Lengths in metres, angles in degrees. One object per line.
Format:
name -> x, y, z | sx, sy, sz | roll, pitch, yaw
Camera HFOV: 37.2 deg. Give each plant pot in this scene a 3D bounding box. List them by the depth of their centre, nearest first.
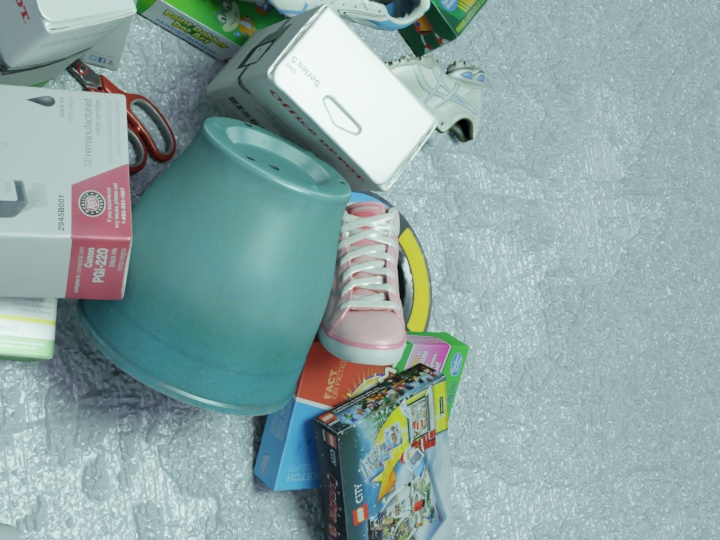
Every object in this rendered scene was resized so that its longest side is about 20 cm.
plant pot -> -0.105, -0.015, 0.884 | 0.199, 0.200, 0.189 | 14, 113, -38

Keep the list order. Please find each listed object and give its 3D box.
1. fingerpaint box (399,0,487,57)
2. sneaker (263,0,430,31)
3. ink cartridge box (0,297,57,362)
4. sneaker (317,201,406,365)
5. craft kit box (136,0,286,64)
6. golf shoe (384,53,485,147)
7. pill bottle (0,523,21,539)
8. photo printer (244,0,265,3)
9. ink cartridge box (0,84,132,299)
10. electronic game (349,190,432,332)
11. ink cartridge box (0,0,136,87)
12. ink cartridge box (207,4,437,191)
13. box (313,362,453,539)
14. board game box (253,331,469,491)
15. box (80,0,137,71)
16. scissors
fingerpaint box -> 0.090, -0.385, 1.276 | 0.167, 0.073, 0.200 | 51, 52, -19
sneaker -> -0.014, -0.272, 1.020 | 0.199, 0.072, 0.072 | -4, 89, -44
ink cartridge box -> -0.316, -0.032, 0.860 | 0.145, 0.048, 0.201 | 10, 75, -38
sneaker -> 0.000, 0.000, 0.948 | 0.075, 0.200, 0.105 | 3, 114, -7
craft kit box -> -0.143, -0.320, 1.082 | 0.197, 0.048, 0.201 | 24, 65, -31
golf shoe -> 0.071, -0.191, 1.216 | 0.199, 0.078, 0.098 | -3, 87, -40
pill bottle -> -0.343, 0.207, 0.734 | 0.199, 0.112, 0.113 | 17, 69, -37
photo printer -> -0.104, -0.345, 1.046 | 0.199, 0.069, 0.167 | -5, 85, -41
ink cartridge box -> -0.274, -0.061, 0.788 | 0.199, 0.085, 0.146 | 1, 56, -17
electronic game -> -0.002, 0.013, 1.092 | 0.199, 0.042, 0.201 | 10, 74, -39
ink cartridge box -> -0.277, -0.227, 0.837 | 0.084, 0.200, 0.146 | -25, 96, -41
ink cartridge box -> -0.040, -0.150, 0.976 | 0.145, 0.200, 0.084 | 43, 79, -21
box -> 0.026, 0.206, 1.037 | 0.136, 0.038, 0.201 | -23, 120, -34
board game box -> 0.004, 0.135, 1.050 | 0.199, 0.040, 0.154 | 4, 106, -38
box -> -0.186, -0.283, 0.864 | 0.036, 0.200, 0.145 | 12, 50, -18
scissors -> -0.244, -0.178, 0.981 | 0.073, 0.014, 0.200 | -44, 107, -36
